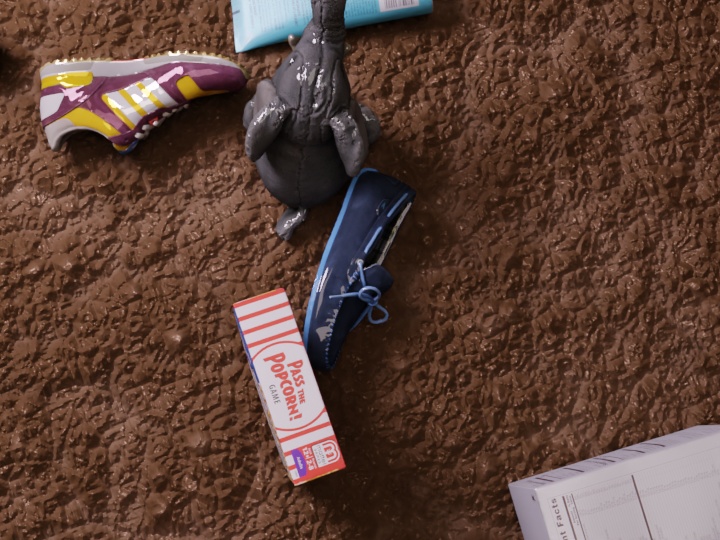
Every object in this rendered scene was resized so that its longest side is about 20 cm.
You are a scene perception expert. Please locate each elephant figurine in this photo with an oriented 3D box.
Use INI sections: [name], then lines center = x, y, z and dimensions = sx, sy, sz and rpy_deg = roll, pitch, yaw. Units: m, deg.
[elephant figurine]
center = -0.049, -0.142, 1.009
dimensions = 0.141, 0.200, 0.155
rpy_deg = -31, 85, -8

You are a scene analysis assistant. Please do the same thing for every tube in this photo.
[tube]
center = -0.029, -0.267, 1.111
dimensions = 0.200, 0.050, 0.078
rpy_deg = -8, 78, -1

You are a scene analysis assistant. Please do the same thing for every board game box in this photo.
[board game box]
center = -0.064, 0.105, 0.971
dimensions = 0.046, 0.200, 0.152
rpy_deg = -18, 84, -7

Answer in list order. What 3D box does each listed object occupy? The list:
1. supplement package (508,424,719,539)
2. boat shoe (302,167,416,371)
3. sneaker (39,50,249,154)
[supplement package]
center = 0.253, 0.221, 1.022
dimensions = 0.200, 0.110, 0.114
rpy_deg = -15, 83, -7
[boat shoe]
center = 0.000, 0.000, 1.049
dimensions = 0.069, 0.084, 0.200
rpy_deg = 16, 83, 10
[sneaker]
center = -0.204, -0.157, 1.071
dimensions = 0.200, 0.075, 0.090
rpy_deg = -4, 90, 2
